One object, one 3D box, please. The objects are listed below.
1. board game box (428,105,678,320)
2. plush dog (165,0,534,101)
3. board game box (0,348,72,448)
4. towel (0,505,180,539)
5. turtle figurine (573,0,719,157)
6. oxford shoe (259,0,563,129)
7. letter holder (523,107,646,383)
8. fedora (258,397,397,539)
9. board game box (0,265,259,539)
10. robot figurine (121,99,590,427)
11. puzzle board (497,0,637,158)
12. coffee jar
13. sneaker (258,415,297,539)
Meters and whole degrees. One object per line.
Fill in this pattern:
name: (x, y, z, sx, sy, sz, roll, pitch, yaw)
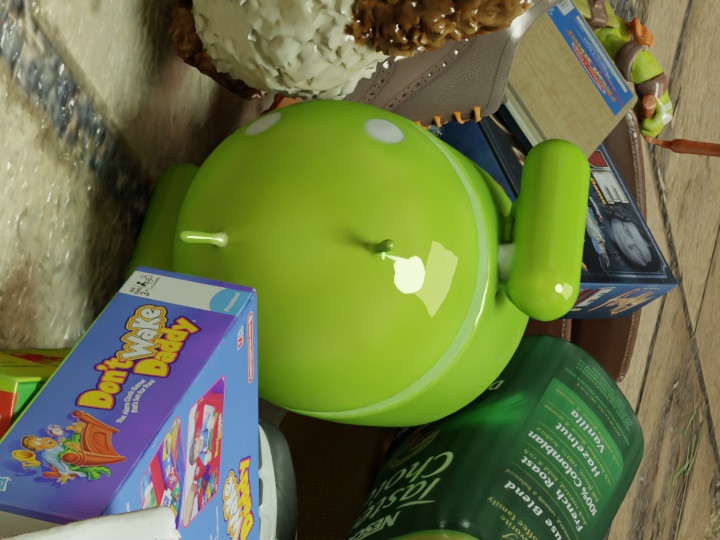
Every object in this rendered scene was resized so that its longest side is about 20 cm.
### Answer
board game box: (0.062, -0.072, 1.095, 0.135, 0.035, 0.201, 0, 60, -62)
plush dog: (-0.006, -0.146, 0.887, 0.160, 0.200, 0.172, 22, 72, -32)
board game box: (-0.109, 0.081, 0.840, 0.200, 0.047, 0.102, 6, 94, -75)
towel: (-0.117, 0.164, 0.715, 0.030, 0.146, 0.201, -125, -152, -53)
turtle figurine: (0.104, -0.127, 1.250, 0.161, 0.200, 0.065, 10, 116, -52)
oxford shoe: (0.020, -0.079, 0.996, 0.200, 0.073, 0.071, -44, -173, 8)
letter holder: (0.068, 0.007, 1.236, 0.101, 0.142, 0.200, -64, 158, -43)
fedora: (-0.010, 0.112, 1.070, 0.201, 0.081, 0.202, -6, 90, -73)
board game box: (-0.077, 0.120, 0.804, 0.135, 0.045, 0.201, -57, 153, -54)
robot figurine: (0.000, 0.000, 0.913, 0.200, 0.175, 0.116, 21, 70, -74)
puzzle board: (0.052, -0.139, 1.094, 0.200, 0.017, 0.151, 56, 23, -4)
coffee jar: (0.041, 0.114, 0.956, 0.085, 0.104, 0.200, 52, 33, -14)
sneaker: (-0.050, 0.157, 0.960, 0.080, 0.074, 0.201, 12, 80, -50)
